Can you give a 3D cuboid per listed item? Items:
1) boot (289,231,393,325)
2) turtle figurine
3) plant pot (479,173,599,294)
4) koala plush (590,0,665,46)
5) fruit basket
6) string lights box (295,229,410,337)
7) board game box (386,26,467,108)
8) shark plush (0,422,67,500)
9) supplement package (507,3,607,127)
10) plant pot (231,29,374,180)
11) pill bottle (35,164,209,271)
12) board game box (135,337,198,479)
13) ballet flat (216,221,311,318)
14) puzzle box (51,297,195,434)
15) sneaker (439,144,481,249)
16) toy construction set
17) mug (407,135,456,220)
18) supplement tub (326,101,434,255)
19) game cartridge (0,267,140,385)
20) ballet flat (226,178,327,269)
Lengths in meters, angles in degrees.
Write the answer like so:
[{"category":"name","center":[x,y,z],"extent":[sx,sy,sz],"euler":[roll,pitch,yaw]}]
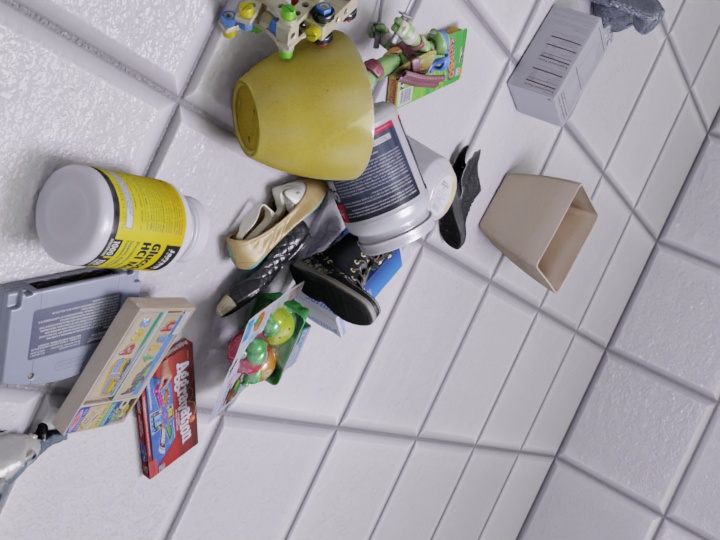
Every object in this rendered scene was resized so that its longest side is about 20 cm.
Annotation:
[{"category":"boot","center":[-0.001,-0.001,1.547],"extent":[0.153,0.203,0.074],"euler":[-35,127,-24]},{"category":"turtle figurine","center":[0.028,-0.340,1.445],"extent":[0.193,0.144,0.201],"euler":[-37,134,-14]},{"category":"plant pot","center":[0.375,-0.097,2.128],"extent":[0.201,0.176,0.200],"euler":[-61,150,-5]},{"category":"koala plush","center":[0.551,-0.579,2.098],"extent":[0.200,0.182,0.179],"euler":[80,29,-76]},{"category":"fruit basket","center":[-0.150,0.122,1.485],"extent":[0.187,0.093,0.200],"euler":[-66,175,23]},{"category":"string lights box","center":[-0.015,0.006,1.651],"extent":[0.200,0.102,0.059],"euler":[-49,150,-26]},{"category":"board game box","center":[0.115,-0.347,1.667],"extent":[0.199,0.030,0.096],"euler":[-30,137,-42]},{"category":"shark plush","center":[-0.444,0.234,1.209],"extent":[0.084,0.090,0.200],"euler":[-57,178,30]},{"category":"supplement package","center":[0.400,-0.414,1.992],"extent":[0.201,0.109,0.114],"euler":[-58,150,-11]},{"category":"plant pot","center":[-0.088,-0.210,1.306],"extent":[0.141,0.200,0.202],"euler":[-12,126,-26]},{"category":"pill bottle","center":[-0.274,-0.057,1.169],"extent":[0.199,0.112,0.113],"euler":[5,108,-59]},{"category":"board game box","center":[-0.285,0.205,1.452],"extent":[0.103,0.019,0.202],"euler":[-36,140,-43]},{"category":"ballet flat","center":[-0.152,-0.006,1.488],"extent":[0.200,0.057,0.066],"euler":[-49,-170,-24]},{"category":"puzzle box","center":[-0.306,0.121,1.283],"extent":[0.201,0.025,0.133],"euler":[-57,161,12]},{"category":"sneaker","center":[0.201,-0.140,1.932],"extent":[0.104,0.060,0.201],"euler":[-44,142,-24]},{"category":"toy construction set","center":[-0.078,-0.353,1.260],"extent":[0.201,0.130,0.092],"euler":[-57,164,-22]},{"category":"mug","center":[0.086,-0.159,1.636],"extent":[0.186,0.152,0.151],"euler":[-40,142,-37]},{"category":"supplement tub","center":[0.021,-0.140,1.488],"extent":[0.140,0.140,0.202],"euler":[-35,109,-41]},{"category":"game cartridge","center":[-0.360,0.067,1.208],"extent":[0.199,0.041,0.134],"euler":[-15,129,-54]},{"category":"ballet flat","center":[-0.121,-0.085,1.450],"extent":[0.200,0.068,0.063],"euler":[-50,134,-26]}]
